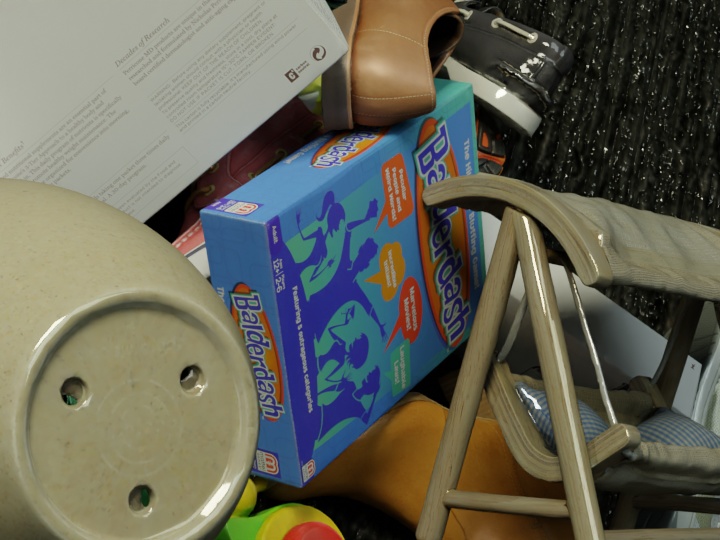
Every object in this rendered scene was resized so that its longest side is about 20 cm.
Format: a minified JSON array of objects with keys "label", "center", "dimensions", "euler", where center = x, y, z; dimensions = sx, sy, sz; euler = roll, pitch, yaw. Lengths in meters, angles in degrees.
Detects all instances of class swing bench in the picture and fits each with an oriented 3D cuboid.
[{"label":"swing bench","center":[0.141,0.054,0.892],"dimensions":[0.198,0.129,0.201],"euler":[8,83,-45]}]

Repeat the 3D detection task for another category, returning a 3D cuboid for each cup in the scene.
[{"label":"cup","center":[-0.120,0.059,0.649],"dimensions":[0.200,0.143,0.201],"euler":[1,88,-34]}]

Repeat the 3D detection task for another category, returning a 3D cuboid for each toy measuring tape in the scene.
[{"label":"toy measuring tape","center":[-0.021,0.193,0.860],"dimensions":[0.073,0.073,0.201],"euler":[-30,93,-44]}]

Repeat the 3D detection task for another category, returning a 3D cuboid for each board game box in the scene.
[{"label":"board game box","center":[0.000,0.000,0.878],"dimensions":[0.200,0.045,0.153],"euler":[-39,130,-47]}]

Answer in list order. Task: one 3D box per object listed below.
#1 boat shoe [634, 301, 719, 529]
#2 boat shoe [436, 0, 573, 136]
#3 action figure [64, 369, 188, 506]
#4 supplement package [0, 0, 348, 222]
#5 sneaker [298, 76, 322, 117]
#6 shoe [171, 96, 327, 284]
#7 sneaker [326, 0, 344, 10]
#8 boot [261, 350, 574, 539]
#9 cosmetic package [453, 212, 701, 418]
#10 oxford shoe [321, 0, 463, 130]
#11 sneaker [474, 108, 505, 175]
[{"label":"boat shoe","center":[0.226,0.110,1.088],"dimensions":[0.065,0.074,0.203],"euler":[35,52,-22]},{"label":"boat shoe","center":[0.074,-0.148,1.068],"dimensions":[0.074,0.060,0.200],"euler":[35,4,-28]},{"label":"action figure","center":[-0.116,0.084,0.864],"dimensions":[0.118,0.055,0.201],"euler":[9,62,-36]},{"label":"supplement package","center":[-0.149,-0.145,0.821],"dimensions":[0.200,0.191,0.147],"euler":[46,10,-29]},{"label":"sneaker","center":[-0.049,-0.138,1.033],"dimensions":[0.199,0.076,0.105],"euler":[-12,70,-40]},{"label":"shoe","center":[-0.076,-0.037,0.893],"dimensions":[0.091,0.072,0.200],"euler":[44,45,11]},{"label":"sneaker","center":[-0.020,-0.187,1.024],"dimensions":[0.074,0.200,0.088],"euler":[2,62,5]},{"label":"boot","center":[0.047,0.140,0.937],"dimensions":[0.201,0.071,0.145],"euler":[-21,82,-38]},{"label":"cosmetic package","center":[0.114,0.041,1.038],"dimensions":[0.200,0.083,0.051],"euler":[34,48,-14]},{"label":"oxford shoe","center":[0.023,-0.147,0.905],"dimensions":[0.071,0.072,0.201],"euler":[1,46,6]},{"label":"sneaker","center":[-0.008,-0.051,1.014],"dimensions":[0.199,0.078,0.076],"euler":[-6,71,-20]}]
